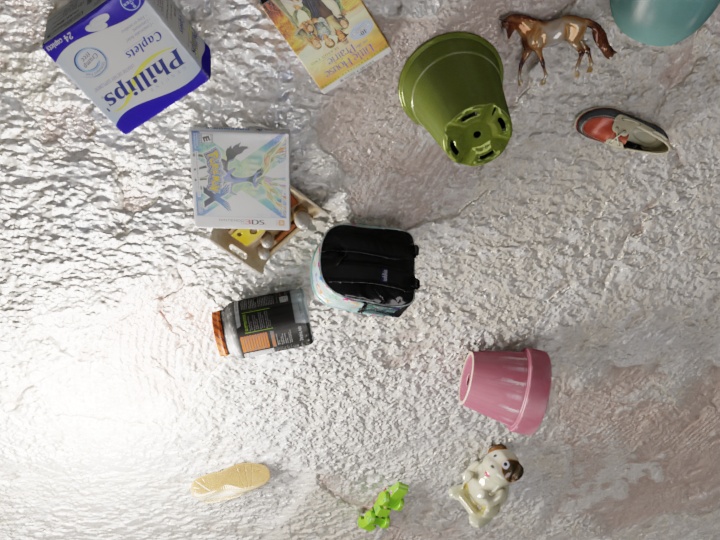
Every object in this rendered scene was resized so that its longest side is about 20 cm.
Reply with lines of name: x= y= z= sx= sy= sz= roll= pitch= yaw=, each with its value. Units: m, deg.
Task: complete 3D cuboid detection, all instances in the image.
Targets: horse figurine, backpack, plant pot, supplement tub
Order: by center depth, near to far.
plant pot: x=0.506 y=-0.475 z=1.473 sx=0.200 sy=0.201 sz=0.161 roll=-3 pitch=142 yaw=-11
plant pot: x=0.183 y=-0.285 z=1.554 sx=0.199 sy=0.190 sz=0.201 roll=-7 pitch=130 yaw=-8
horse figurine: x=0.350 y=-0.404 z=1.576 sx=0.199 sy=0.050 sz=0.133 roll=-9 pitch=115 yaw=5
backpack: x=0.000 y=0.000 z=1.762 sx=0.199 sy=0.178 sz=0.151 roll=9 pitch=158 yaw=-19
supplement tub: x=-0.203 y=0.114 z=1.849 sx=0.199 sy=0.123 sz=0.123 roll=-10 pitch=131 yaw=-4
plant pot: x=0.332 y=0.269 z=2.076 sx=0.178 sy=0.200 sz=0.201 roll=13 pitch=128 yaw=-3

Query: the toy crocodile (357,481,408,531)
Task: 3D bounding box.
toy crocodile: x=0.062 y=0.643 z=2.411 sx=0.067 sy=0.062 sz=0.200 roll=20 pitch=118 yaw=-27

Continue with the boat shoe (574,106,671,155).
boat shoe: x=0.514 y=-0.268 z=1.731 sx=0.199 sy=0.063 sz=0.071 roll=9 pitch=129 yaw=-19

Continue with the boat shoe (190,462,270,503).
boat shoe: x=-0.322 y=0.536 z=2.223 sx=0.199 sy=0.074 sz=0.069 roll=-10 pitch=143 yaw=-3

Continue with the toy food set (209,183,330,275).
toy food set: x=-0.177 y=-0.087 z=1.724 sx=0.200 sy=0.061 sz=0.143 roll=-40 pitch=127 yaw=20

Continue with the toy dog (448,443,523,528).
toy dog: x=0.357 y=0.562 z=2.357 sx=0.193 sy=0.140 sz=0.201 roll=-4 pitch=132 yaw=-27

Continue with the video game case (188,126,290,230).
video game case: x=-0.220 y=-0.167 z=1.634 sx=0.181 sy=0.022 sz=0.201 roll=2 pitch=121 yaw=-1

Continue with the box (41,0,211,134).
box: x=-0.369 y=-0.355 z=1.421 sx=0.183 sy=0.105 sz=0.200 roll=-29 pitch=131 yaw=13

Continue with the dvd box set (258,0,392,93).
dvd box set: x=-0.056 y=-0.413 z=1.495 sx=0.146 sy=0.029 sz=0.200 roll=-29 pitch=130 yaw=12
